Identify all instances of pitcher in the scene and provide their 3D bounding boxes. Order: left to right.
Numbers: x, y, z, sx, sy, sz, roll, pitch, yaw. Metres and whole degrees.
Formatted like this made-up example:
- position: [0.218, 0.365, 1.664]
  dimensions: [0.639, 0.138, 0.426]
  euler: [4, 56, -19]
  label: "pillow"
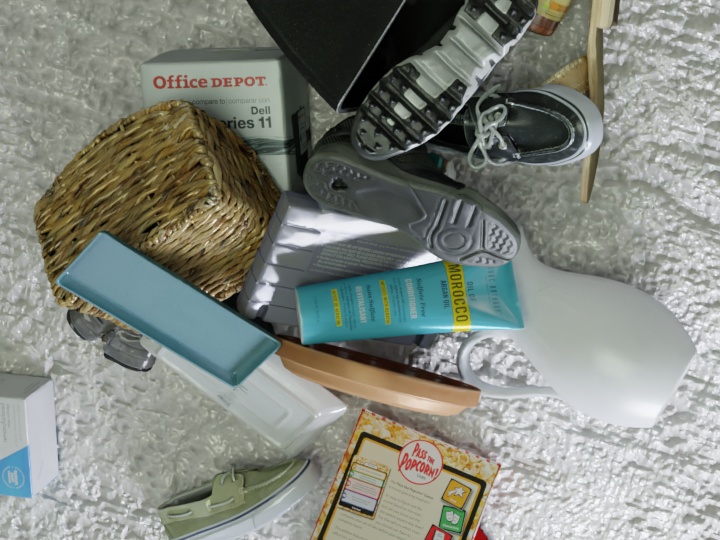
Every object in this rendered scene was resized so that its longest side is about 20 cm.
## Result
- position: [0.193, 0.077, 1.283]
  dimensions: [0.199, 0.121, 0.172]
  euler: [31, 122, 16]
  label: "pitcher"

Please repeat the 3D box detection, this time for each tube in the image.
- position: [0.042, 0.027, 1.227]
  dimensions: [0.198, 0.050, 0.078]
  euler: [-8, 85, -5]
  label: "tube"

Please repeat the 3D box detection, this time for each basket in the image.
- position: [-0.180, -0.050, 1.274]
  dimensions: [0.199, 0.149, 0.144]
  euler: [-33, 60, 19]
  label: "basket"

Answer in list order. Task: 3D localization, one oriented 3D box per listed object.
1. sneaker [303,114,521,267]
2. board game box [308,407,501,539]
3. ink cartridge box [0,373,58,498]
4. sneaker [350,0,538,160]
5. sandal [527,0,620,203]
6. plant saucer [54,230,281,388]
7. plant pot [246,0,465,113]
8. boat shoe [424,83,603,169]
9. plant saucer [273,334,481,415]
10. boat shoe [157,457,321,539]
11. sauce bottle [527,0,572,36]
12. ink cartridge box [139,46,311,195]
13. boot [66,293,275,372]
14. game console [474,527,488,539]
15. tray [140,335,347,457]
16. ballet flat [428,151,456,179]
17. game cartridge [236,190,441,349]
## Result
- position: [0.054, -0.079, 1.218]
  dimensions: [0.198, 0.115, 0.077]
  euler: [22, 130, -2]
  label: "sneaker"
- position: [0.033, 0.256, 1.350]
  dimensions: [0.150, 0.046, 0.201]
  euler: [21, 74, 8]
  label: "board game box"
- position: [-0.432, 0.171, 1.494]
  dimensions: [0.198, 0.067, 0.117]
  euler: [4, 107, 14]
  label: "ink cartridge box"
- position: [0.071, -0.166, 1.174]
  dimensions: [0.066, 0.091, 0.200]
  euler: [44, 89, 2]
  label: "sneaker"
- position: [0.184, -0.171, 1.232]
  dimensions: [0.069, 0.078, 0.214]
  euler: [9, 99, 14]
  label: "sandal"
- position: [-0.165, 0.033, 1.212]
  dimensions: [0.199, 0.019, 0.070]
  euler: [34, 118, -26]
  label: "plant saucer"
- position: [0.004, -0.274, 1.193]
  dimensions: [0.177, 0.199, 0.201]
  euler: [40, 112, 12]
  label: "plant pot"
- position: [0.117, -0.127, 1.216]
  dimensions: [0.198, 0.068, 0.074]
  euler: [18, 121, 40]
  label: "boat shoe"
- position: [0.013, 0.099, 1.285]
  dimensions: [0.199, 0.200, 0.033]
  euler: [15, 89, 10]
  label: "plant saucer"
- position: [-0.131, 0.237, 1.431]
  dimensions: [0.199, 0.072, 0.062]
  euler: [-30, 99, 23]
  label: "boat shoe"
- position: [0.184, -0.303, 1.195]
  dimensions: [0.066, 0.066, 0.201]
  euler: [29, 113, 5]
  label: "sauce bottle"
- position: [-0.124, -0.108, 1.323]
  dimensions: [0.145, 0.083, 0.202]
  euler: [0, 105, 14]
  label: "ink cartridge box"
- position: [-0.191, 0.058, 1.407]
  dimensions: [0.199, 0.070, 0.132]
  euler: [36, 122, 1]
  label: "boot"
- position: [0.065, 0.341, 1.438]
  dimensions: [0.172, 0.119, 0.201]
  euler: [-36, 96, -10]
  label: "game console"
- position: [-0.119, 0.108, 1.363]
  dimensions: [0.200, 0.022, 0.107]
  euler: [38, 130, -9]
  label: "tray"
- position: [0.043, -0.025, 1.322]
  dimensions: [0.072, 0.072, 0.201]
  euler: [37, 113, 2]
  label: "ballet flat"
- position: [0.000, 0.000, 1.260]
  dimensions: [0.199, 0.038, 0.130]
  euler: [11, 116, -26]
  label: "game cartridge"
